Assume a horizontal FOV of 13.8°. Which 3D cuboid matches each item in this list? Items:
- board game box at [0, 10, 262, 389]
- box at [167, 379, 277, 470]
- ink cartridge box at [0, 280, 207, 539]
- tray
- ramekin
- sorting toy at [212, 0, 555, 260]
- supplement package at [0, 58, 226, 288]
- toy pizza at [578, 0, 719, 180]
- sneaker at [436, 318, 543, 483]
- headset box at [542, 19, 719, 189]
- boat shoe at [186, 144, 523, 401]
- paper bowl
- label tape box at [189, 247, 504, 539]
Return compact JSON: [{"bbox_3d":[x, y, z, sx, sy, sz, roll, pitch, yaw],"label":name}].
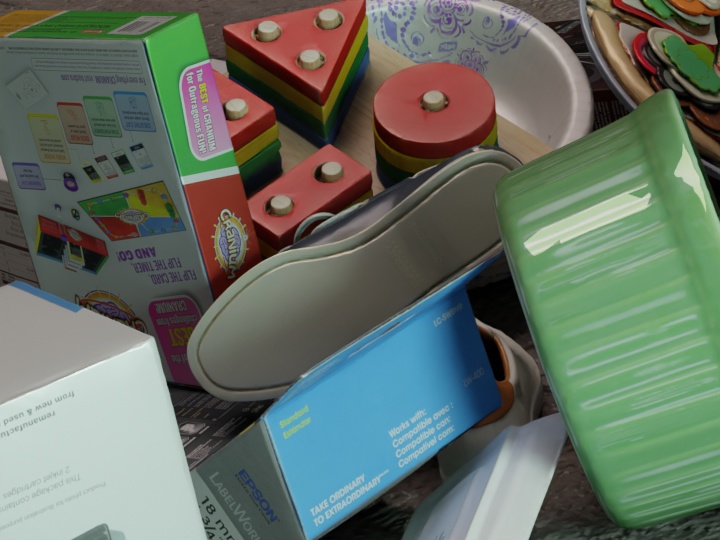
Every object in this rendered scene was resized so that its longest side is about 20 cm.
[{"bbox_3d":[-0.125,-0.038,1.585,0.153,0.201,0.040,7,28,45],"label":"board game box"},{"bbox_3d":[-0.094,0.087,1.598,0.157,0.051,0.200,2,26,37],"label":"box"},{"bbox_3d":[-0.158,0.132,1.303,0.146,0.201,0.147,-23,21,-26],"label":"ink cartridge box"},{"bbox_3d":[0.039,0.131,1.349,0.107,0.022,0.200,-44,7,26],"label":"tray"},{"bbox_3d":[0.136,0.024,1.399,0.097,0.201,0.200,-20,19,8],"label":"ramekin"},{"bbox_3d":[-0.025,-0.071,1.651,0.199,0.070,0.200,-36,51,-28],"label":"sorting toy"},{"bbox_3d":[-0.117,-0.042,1.871,0.200,0.111,0.155,-26,23,-31],"label":"supplement package"},{"bbox_3d":[0.220,-0.127,1.778,0.032,0.200,0.200,-51,-6,38],"label":"toy pizza"},{"bbox_3d":[0.057,0.047,1.550,0.072,0.085,0.200,-17,19,-1],"label":"sneaker"},{"bbox_3d":[0.179,-0.108,1.887,0.199,0.078,0.149,-4,23,33],"label":"headset box"},{"bbox_3d":[0.000,0.000,1.526,0.200,0.075,0.062,-37,5,1],"label":"boat shoe"},{"bbox_3d":[0.039,-0.065,1.770,0.200,0.105,0.201,-1,46,1],"label":"paper bowl"},{"bbox_3d":[-0.011,0.082,1.404,0.144,0.063,0.200,-32,-5,-38],"label":"label tape box"}]
